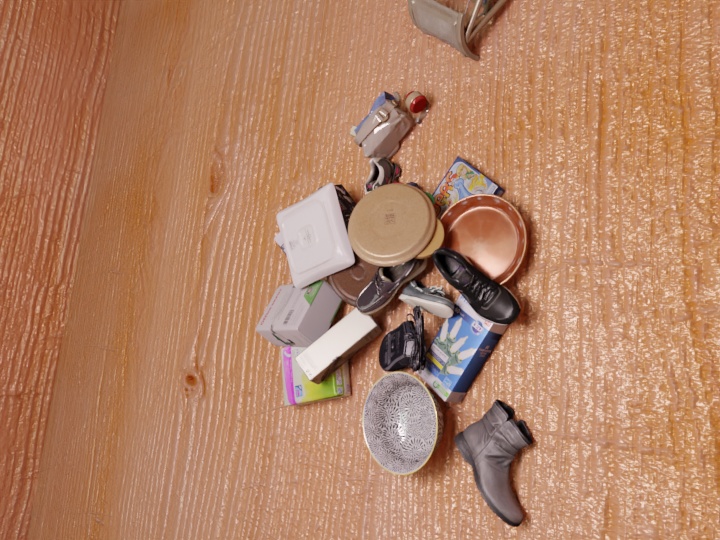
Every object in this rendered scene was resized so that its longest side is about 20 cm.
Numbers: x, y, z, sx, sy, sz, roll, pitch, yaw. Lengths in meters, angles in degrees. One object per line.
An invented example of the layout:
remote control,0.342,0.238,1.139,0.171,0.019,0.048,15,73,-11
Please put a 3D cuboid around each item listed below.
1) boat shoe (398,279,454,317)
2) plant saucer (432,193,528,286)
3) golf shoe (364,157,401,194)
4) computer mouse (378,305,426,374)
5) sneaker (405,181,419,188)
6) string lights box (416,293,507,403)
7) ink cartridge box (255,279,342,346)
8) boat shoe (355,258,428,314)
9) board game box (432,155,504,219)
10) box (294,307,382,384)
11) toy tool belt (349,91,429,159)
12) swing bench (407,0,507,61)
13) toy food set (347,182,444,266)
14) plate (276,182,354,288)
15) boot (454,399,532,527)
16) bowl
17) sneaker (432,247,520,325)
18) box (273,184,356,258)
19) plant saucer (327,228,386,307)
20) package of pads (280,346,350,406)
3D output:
boat shoe,0.144,0.052,1.230,0.062,0.072,0.200,-59,18,-8
plant saucer,0.240,-0.053,1.174,0.198,0.032,0.204,-8,75,30
golf shoe,0.038,-0.171,1.404,0.076,0.087,0.204,2,83,41
computer mouse,0.099,0.169,1.257,0.200,0.052,0.141,138,139,-60
sneaker,0.083,-0.121,1.332,0.201,0.078,0.075,-55,11,-24
string lights box,0.206,0.155,1.185,0.103,0.059,0.202,40,107,43
ink cartridge box,-0.157,0.111,1.472,0.199,0.084,0.147,-8,48,50
boat shoe,0.059,0.018,1.279,0.199,0.065,0.072,-39,57,13
board game box,0.205,-0.128,1.270,0.136,0.034,0.201,47,112,39
box,-0.049,0.172,1.348,0.199,0.082,0.069,-39,70,0
toy tool belt,0.059,-0.374,1.408,0.200,0.124,0.123,-48,60,23
swing bench,0.220,-0.615,1.308,0.199,0.129,0.201,47,112,39
toy food set,0.068,-0.098,1.222,0.197,0.049,0.200,-21,61,9
plate,-0.118,-0.079,1.382,0.198,0.032,0.203,-23,78,35
boot,0.269,0.352,1.078,0.132,0.069,0.201,-44,58,20
bowl,0.106,0.315,1.217,0.199,0.093,0.204,-10,75,41
sneaker,0.210,0.030,1.103,0.200,0.087,0.076,42,100,31
box,-0.100,-0.102,1.467,0.200,0.114,0.133,-42,81,27
plant saucer,0.000,0.000,1.365,0.197,0.037,0.204,6,107,20
package of pads,-0.114,0.249,1.459,0.198,0.068,0.157,-19,69,38
